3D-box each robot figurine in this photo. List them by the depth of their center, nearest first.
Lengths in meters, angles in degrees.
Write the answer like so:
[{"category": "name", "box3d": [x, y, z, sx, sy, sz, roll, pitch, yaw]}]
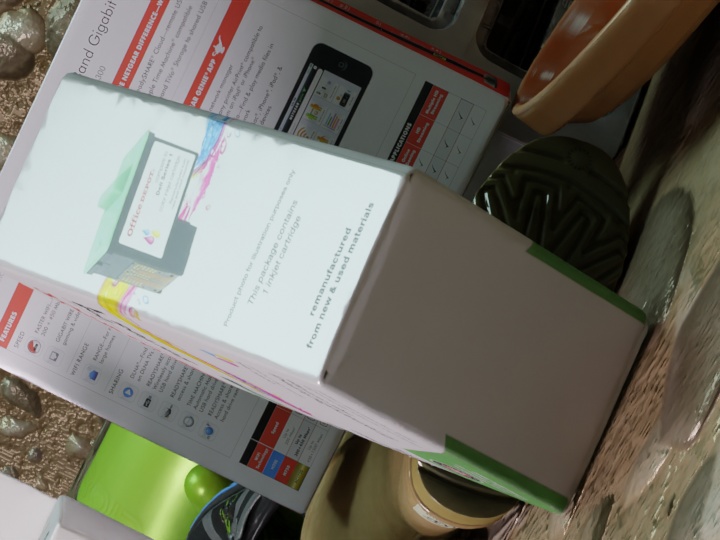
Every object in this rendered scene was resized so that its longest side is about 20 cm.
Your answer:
[{"category": "robot figurine", "box3d": [-0.090, 0.109, 1.687, 0.200, 0.115, 0.176, -61, 13, 20]}]

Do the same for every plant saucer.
[{"category": "plant saucer", "box3d": [0.134, -0.134, 1.174, 0.200, 0.032, 0.200, -51, 6, 7]}]

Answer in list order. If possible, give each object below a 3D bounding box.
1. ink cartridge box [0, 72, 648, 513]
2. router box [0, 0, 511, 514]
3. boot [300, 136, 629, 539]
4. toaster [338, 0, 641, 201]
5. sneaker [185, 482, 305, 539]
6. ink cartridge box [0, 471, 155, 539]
[{"category": "ink cartridge box", "box3d": [-0.019, 0.006, 1.068, 0.200, 0.145, 0.084, 18, 82, 46]}, {"category": "router box", "box3d": [-0.059, -0.027, 1.219, 0.200, 0.179, 0.049, -63, 2, 10]}, {"category": "boot", "box3d": [0.035, 0.046, 1.219, 0.175, 0.066, 0.200, -65, 6, -19]}, {"category": "toaster", "box3d": [0.035, -0.114, 1.324, 0.200, 0.181, 0.119, -67, 9, -31]}, {"category": "sneaker", "box3d": [-0.048, 0.143, 1.439, 0.200, 0.071, 0.083, -51, 8, 48]}, {"category": "ink cartridge box", "box3d": [-0.092, 0.168, 1.140, 0.115, 0.200, 0.068, -63, 7, 2]}]
